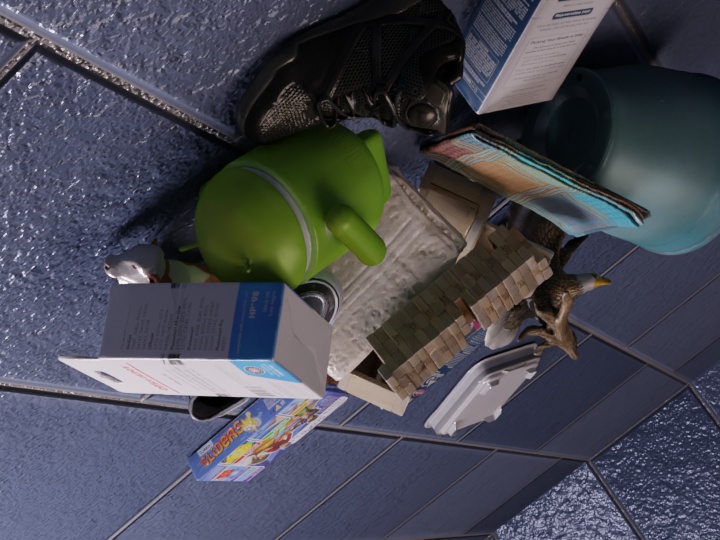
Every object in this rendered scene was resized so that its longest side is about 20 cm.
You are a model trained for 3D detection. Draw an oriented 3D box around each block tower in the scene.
[{"bbox_3d":[0.095,0.039,1.155,0.199,0.058,0.054,-41,143,-2],"label":"block tower"}]

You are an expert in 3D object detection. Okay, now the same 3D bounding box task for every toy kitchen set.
[{"bbox_3d":[0.097,0.037,1.225,0.201,0.161,0.182,110,4,-53],"label":"toy kitchen set"}]

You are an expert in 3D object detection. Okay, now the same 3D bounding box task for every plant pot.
[{"bbox_3d":[0.280,-0.129,1.229,0.186,0.202,0.201,8,135,-34],"label":"plant pot"}]

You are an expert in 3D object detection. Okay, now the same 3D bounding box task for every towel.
[{"bbox_3d":[0.000,0.000,1.165,0.200,0.132,0.035,-45,-166,8],"label":"towel"},{"bbox_3d":[0.165,-0.085,1.127,0.022,0.198,0.146,-68,-164,-9],"label":"towel"}]

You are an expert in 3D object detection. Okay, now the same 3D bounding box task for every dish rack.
[{"bbox_3d":[0.212,0.208,1.941,0.170,0.044,0.201,-12,147,-40],"label":"dish rack"}]

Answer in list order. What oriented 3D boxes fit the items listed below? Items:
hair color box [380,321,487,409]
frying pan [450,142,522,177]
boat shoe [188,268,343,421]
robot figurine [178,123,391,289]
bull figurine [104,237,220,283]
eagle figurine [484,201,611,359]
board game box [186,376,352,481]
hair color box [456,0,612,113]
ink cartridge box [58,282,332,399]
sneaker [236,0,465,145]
[{"bbox_3d":[0.085,0.079,1.461,0.200,0.101,0.060,-42,156,15],"label":"hair color box"},{"bbox_3d":[0.151,-0.102,1.303,0.188,0.031,0.115,-24,156,-16],"label":"frying pan"},{"bbox_3d":[-0.096,0.077,1.131,0.199,0.072,0.068,-37,-163,17],"label":"boat shoe"},{"bbox_3d":[-0.058,-0.054,0.977,0.199,0.174,0.117,-37,128,-41],"label":"robot figurine"},{"bbox_3d":[-0.173,0.030,1.080,0.121,0.066,0.199,-43,154,23],"label":"bull figurine"},{"bbox_3d":[0.225,0.005,1.386,0.149,0.202,0.152,16,136,-25],"label":"eagle figurine"},{"bbox_3d":[-0.116,0.206,1.517,0.199,0.035,0.135,-40,156,13],"label":"board game box"},{"bbox_3d":[0.162,-0.234,1.005,0.099,0.061,0.201,-16,151,-35],"label":"hair color box"},{"bbox_3d":[-0.136,0.059,0.961,0.197,0.068,0.116,0,160,20],"label":"ink cartridge box"},{"bbox_3d":[0.000,-0.143,0.924,0.198,0.115,0.076,-29,154,-6],"label":"sneaker"}]
